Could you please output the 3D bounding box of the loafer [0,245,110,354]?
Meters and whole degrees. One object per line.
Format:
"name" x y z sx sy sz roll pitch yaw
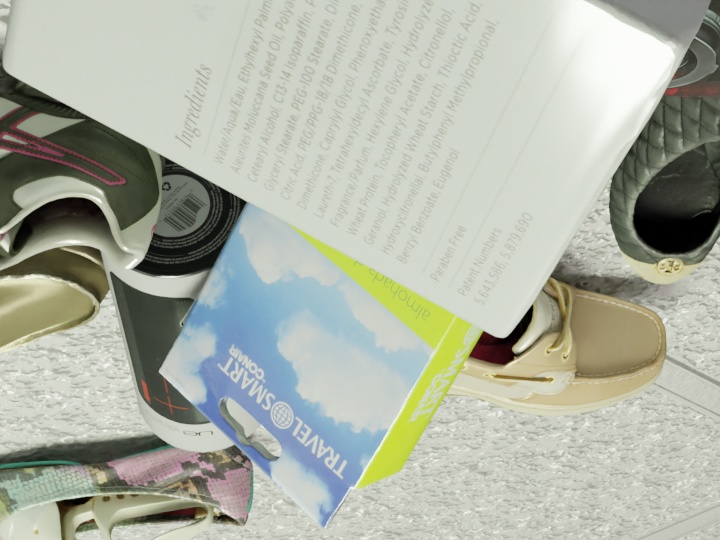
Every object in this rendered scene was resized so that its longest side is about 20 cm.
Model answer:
"loafer" -0.221 0.032 0.991 0.198 0.068 0.076 -13 150 7

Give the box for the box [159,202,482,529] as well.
"box" 0.000 0.000 0.855 0.048 0.122 0.201 -12 137 -55

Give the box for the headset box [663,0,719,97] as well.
"headset box" 0.150 -0.143 0.785 0.198 0.078 0.149 1 149 -14

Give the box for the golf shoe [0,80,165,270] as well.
"golf shoe" -0.183 -0.049 0.845 0.198 0.089 0.077 1 151 -14

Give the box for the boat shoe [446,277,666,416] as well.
"boat shoe" 0.088 0.036 1.078 0.198 0.074 0.069 1 155 -16

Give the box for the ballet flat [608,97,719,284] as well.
"ballet flat" 0.167 -0.044 0.978 0.066 0.057 0.200 -5 150 -5

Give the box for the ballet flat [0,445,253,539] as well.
"ballet flat" -0.165 0.152 1.210 0.198 0.072 0.069 -8 151 -1

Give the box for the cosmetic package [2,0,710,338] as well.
"cosmetic package" 0.013 -0.121 0.619 0.199 0.165 0.165 28 145 1

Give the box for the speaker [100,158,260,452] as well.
"speaker" -0.087 0.018 0.993 0.080 0.082 0.200 -7 151 -4
